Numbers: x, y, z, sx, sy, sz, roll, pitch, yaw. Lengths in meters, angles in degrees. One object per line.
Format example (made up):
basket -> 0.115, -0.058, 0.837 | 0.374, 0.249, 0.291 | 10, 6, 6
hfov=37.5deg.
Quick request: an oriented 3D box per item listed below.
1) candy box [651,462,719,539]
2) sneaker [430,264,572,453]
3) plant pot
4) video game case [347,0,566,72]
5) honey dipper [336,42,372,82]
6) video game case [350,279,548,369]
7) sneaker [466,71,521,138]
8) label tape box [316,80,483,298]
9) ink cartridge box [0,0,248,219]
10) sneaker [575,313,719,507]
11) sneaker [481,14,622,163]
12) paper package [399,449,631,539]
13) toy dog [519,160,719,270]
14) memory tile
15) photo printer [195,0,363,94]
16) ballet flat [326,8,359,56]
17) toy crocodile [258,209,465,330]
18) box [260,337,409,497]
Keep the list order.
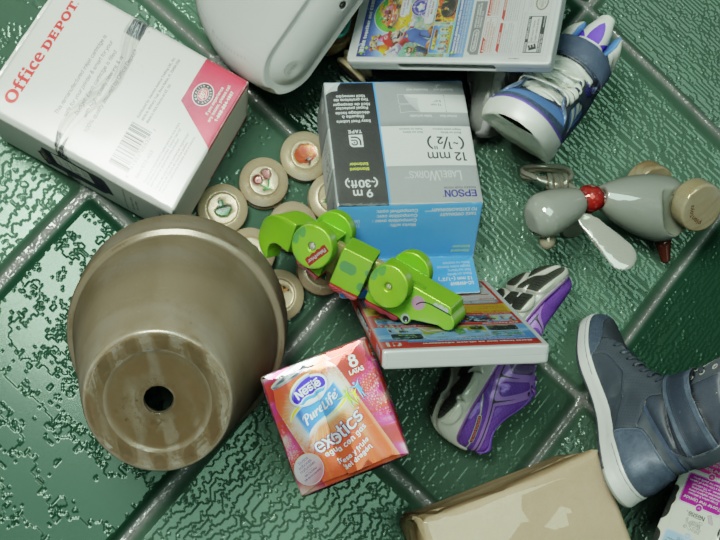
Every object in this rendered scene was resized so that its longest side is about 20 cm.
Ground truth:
candy box -> 0.344, 0.212, 0.990 | 0.060, 0.136, 0.202 | 16, 72, 40
sneaker -> 0.145, 0.084, 1.025 | 0.083, 0.080, 0.202 | 37, 83, -18
plant pot -> -0.157, 0.072, 0.883 | 0.196, 0.174, 0.204 | -1, 107, -4
video game case -> 0.093, -0.253, 0.985 | 0.196, 0.018, 0.146 | 6, 72, 24
honey dipper -> 0.054, -0.270, 1.038 | 0.038, 0.038, 0.201 | 40, 90, 1
video game case -> 0.071, 0.044, 0.951 | 0.140, 0.200, 0.018 | -1, 105, -8
sneaker -> 0.124, -0.233, 1.081 | 0.080, 0.075, 0.204 | 3, 80, 20
label tape box -> 0.039, -0.080, 1.006 | 0.140, 0.066, 0.203 | -2, 64, -11
ink cartridge box -> -0.223, -0.150, 0.988 | 0.198, 0.084, 0.146 | 28, 74, 1
sneaker -> 0.279, 0.098, 0.968 | 0.076, 0.145, 0.205 | 33, 35, -34
sneaker -> 0.186, -0.184, 0.994 | 0.080, 0.200, 0.148 | 32, 97, 13
paper package -> 0.157, 0.288, 0.965 | 0.187, 0.104, 0.203 | -18, 82, -11
toy dog -> 0.252, -0.044, 1.043 | 0.196, 0.132, 0.098 | -2, 112, -1
memory tile -> -0.086, -0.031, 1.028 | 0.198, 0.017, 0.155 | -33, 86, -13
photo printer -> -0.068, -0.276, 0.990 | 0.201, 0.069, 0.167 | -51, 51, 15
ballet flat -> -0.019, -0.305, 1.058 | 0.066, 0.072, 0.204 | 8, 78, -6
toy crocodile -> 0.000, 0.000, 0.926 | 0.198, 0.067, 0.063 | 28, 113, 10
box -> -0.018, 0.124, 0.913 | 0.094, 0.200, 0.101 | -21, 83, -1
